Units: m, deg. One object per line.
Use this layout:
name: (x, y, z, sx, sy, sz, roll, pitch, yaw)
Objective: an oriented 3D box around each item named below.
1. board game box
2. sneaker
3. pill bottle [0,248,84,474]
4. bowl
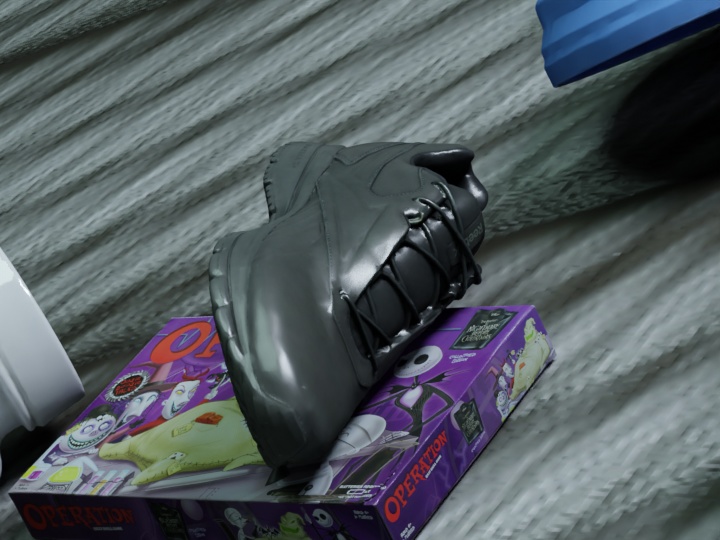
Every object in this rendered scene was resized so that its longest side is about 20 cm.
board game box: (-0.034, 0.060, 0.917, 0.199, 0.032, 0.120, -4, 29, 41)
sneaker: (0.000, 0.000, 0.887, 0.090, 0.076, 0.201, -10, 30, 17)
pill bottle: (-0.219, 0.070, 0.978, 0.199, 0.112, 0.111, -32, 25, -11)
bowl: (0.165, -0.133, 0.984, 0.199, 0.040, 0.201, -23, 1, 0)
